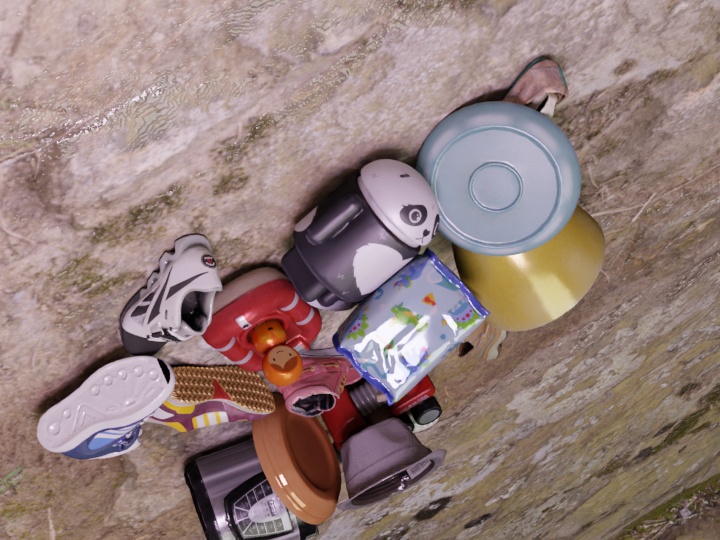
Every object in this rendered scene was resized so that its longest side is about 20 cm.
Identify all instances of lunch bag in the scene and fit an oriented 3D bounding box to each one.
[{"bbox_3d":[0.057,0.062,1.493,0.170,0.127,0.200,-42,-170,1],"label":"lunch bag"}]

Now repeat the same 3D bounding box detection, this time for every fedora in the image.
[{"bbox_3d":[0.031,0.273,1.734,0.177,0.090,0.200,-33,161,14],"label":"fedora"}]

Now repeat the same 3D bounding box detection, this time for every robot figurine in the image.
[{"bbox_3d":[0.002,-0.041,1.421,0.200,0.125,0.150,-40,-168,17],"label":"robot figurine"}]

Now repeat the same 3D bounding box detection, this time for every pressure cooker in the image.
[{"bbox_3d":[-0.151,0.338,1.807,0.200,0.179,0.176,-17,143,-13],"label":"pressure cooker"}]

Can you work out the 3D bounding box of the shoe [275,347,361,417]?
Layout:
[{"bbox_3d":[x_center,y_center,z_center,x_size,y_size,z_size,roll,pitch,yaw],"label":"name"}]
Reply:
[{"bbox_3d":[-0.051,0.163,1.715,0.200,0.091,0.071,10,131,-49],"label":"shoe"}]

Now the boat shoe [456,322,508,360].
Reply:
[{"bbox_3d":[0.181,0.089,1.837,0.076,0.072,0.200,-12,147,-7],"label":"boat shoe"}]

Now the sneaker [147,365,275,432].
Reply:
[{"bbox_3d":[-0.211,0.180,1.634,0.200,0.075,0.090,14,137,-42],"label":"sneaker"}]

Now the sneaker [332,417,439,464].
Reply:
[{"bbox_3d":[0.036,0.247,1.951,0.200,0.074,0.079,-29,141,-13],"label":"sneaker"}]

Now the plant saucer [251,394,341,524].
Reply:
[{"bbox_3d":[-0.085,0.268,1.733,0.037,0.200,0.200,-28,152,19],"label":"plant saucer"}]

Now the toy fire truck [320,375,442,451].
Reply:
[{"bbox_3d":[0.022,0.198,1.803,0.176,0.129,0.200,-30,146,2],"label":"toy fire truck"}]

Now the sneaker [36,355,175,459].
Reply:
[{"bbox_3d":[-0.299,0.177,1.522,0.200,0.081,0.146,-30,161,10],"label":"sneaker"}]

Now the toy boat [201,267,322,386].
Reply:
[{"bbox_3d":[-0.115,0.088,1.509,0.130,0.131,0.200,-34,150,5],"label":"toy boat"}]

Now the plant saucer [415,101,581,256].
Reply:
[{"bbox_3d":[0.163,-0.103,1.433,0.200,0.200,0.027,-46,-171,25],"label":"plant saucer"}]

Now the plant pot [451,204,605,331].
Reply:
[{"bbox_3d":[0.197,-0.042,1.559,0.200,0.200,0.142,-37,126,12],"label":"plant pot"}]

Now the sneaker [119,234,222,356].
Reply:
[{"bbox_3d":[-0.223,0.056,1.413,0.074,0.089,0.200,-4,143,-39],"label":"sneaker"}]

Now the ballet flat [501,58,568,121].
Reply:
[{"bbox_3d":[0.180,-0.166,1.448,0.068,0.067,0.200,1,138,-41],"label":"ballet flat"}]

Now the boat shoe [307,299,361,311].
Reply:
[{"bbox_3d":[0.000,0.000,1.551,0.200,0.074,0.067,-11,139,-51],"label":"boat shoe"}]
